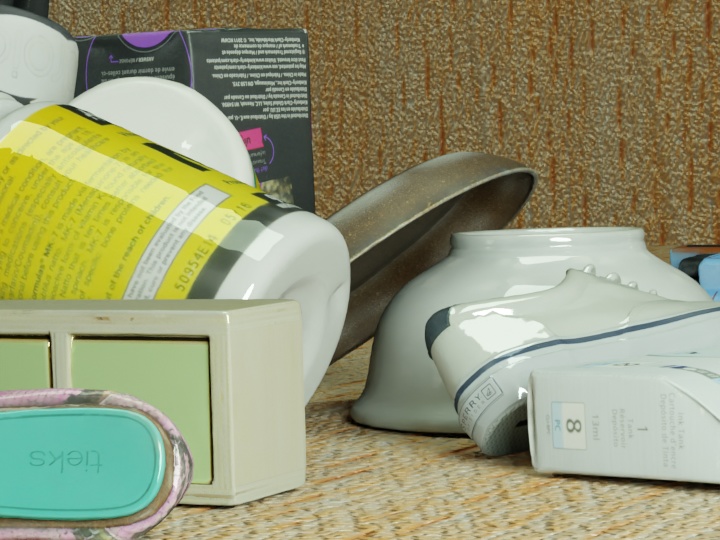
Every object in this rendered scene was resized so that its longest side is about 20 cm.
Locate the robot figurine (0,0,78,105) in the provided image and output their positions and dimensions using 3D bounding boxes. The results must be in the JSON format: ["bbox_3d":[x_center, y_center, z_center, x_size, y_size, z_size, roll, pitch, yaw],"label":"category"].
[{"bbox_3d":[-0.212,-0.068,1.440,0.150,0.201,0.125,11,-11,-32],"label":"robot figurine"}]

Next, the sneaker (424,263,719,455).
[{"bbox_3d":[0.116,0.029,1.244,0.199,0.071,0.073,-5,-36,-40],"label":"sneaker"}]

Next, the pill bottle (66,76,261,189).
[{"bbox_3d":[-0.099,-0.015,1.421,0.112,0.114,0.200,-1,-16,5],"label":"pill bottle"}]

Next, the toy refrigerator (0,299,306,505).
[{"bbox_3d":[-0.126,0.051,1.126,0.199,0.076,0.070,0,3,25],"label":"toy refrigerator"}]

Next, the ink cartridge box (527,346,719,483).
[{"bbox_3d":[0.191,0.055,1.113,0.159,0.048,0.199,-4,1,-42],"label":"ink cartridge box"}]

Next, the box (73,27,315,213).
[{"bbox_3d":[-0.102,-0.038,1.624,0.122,0.201,0.106,1,4,41],"label":"box"}]

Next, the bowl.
[{"bbox_3d":[0.092,0.025,1.370,0.200,0.091,0.201,-2,3,0],"label":"bowl"}]

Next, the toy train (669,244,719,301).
[{"bbox_3d":[0.236,0.021,1.467,0.114,0.087,0.199,-12,9,-41],"label":"toy train"}]

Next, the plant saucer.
[{"bbox_3d":[0.000,0.000,1.398,0.200,0.032,0.200,-33,-12,-8],"label":"plant saucer"}]

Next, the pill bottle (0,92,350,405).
[{"bbox_3d":[-0.114,-0.005,1.218,0.199,0.115,0.114,25,13,22],"label":"pill bottle"}]

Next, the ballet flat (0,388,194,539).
[{"bbox_3d":[-0.157,0.070,0.981,0.199,0.070,0.071,2,-15,-1],"label":"ballet flat"}]
